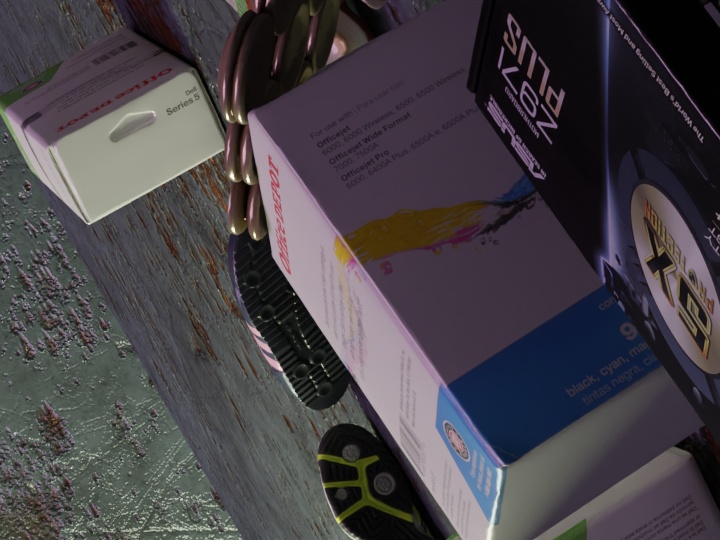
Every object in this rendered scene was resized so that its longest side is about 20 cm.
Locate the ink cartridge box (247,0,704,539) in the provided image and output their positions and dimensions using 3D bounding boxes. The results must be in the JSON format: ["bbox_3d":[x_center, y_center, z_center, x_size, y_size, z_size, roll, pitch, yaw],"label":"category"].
[{"bbox_3d":[0.062,-0.001,0.848,0.201,0.144,0.147,55,167,21],"label":"ink cartridge box"}]

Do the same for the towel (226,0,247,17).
[{"bbox_3d":[-0.097,-0.237,1.218,0.200,0.023,0.153,51,163,42],"label":"towel"}]

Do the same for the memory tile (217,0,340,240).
[{"bbox_3d":[-0.031,-0.128,0.895,0.017,0.201,0.154,13,153,8],"label":"memory tile"}]

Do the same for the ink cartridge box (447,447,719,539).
[{"bbox_3d":[0.139,0.210,0.978,0.201,0.145,0.084,64,167,-13],"label":"ink cartridge box"}]

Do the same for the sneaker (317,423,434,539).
[{"bbox_3d":[0.020,0.231,1.668,0.201,0.075,0.076,60,167,7],"label":"sneaker"}]

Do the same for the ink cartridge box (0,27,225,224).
[{"bbox_3d":[-0.222,-0.131,1.638,0.200,0.145,0.084,36,154,61],"label":"ink cartridge box"}]

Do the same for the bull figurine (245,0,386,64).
[{"bbox_3d":[-0.008,-0.105,1.073,0.201,0.065,0.121,60,163,-10],"label":"bull figurine"}]

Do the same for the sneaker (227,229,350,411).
[{"bbox_3d":[-0.077,0.030,1.605,0.082,0.070,0.201,37,152,53],"label":"sneaker"}]

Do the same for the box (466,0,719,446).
[{"bbox_3d":[0.130,-0.043,0.636,0.201,0.086,0.164,56,167,16],"label":"box"}]
